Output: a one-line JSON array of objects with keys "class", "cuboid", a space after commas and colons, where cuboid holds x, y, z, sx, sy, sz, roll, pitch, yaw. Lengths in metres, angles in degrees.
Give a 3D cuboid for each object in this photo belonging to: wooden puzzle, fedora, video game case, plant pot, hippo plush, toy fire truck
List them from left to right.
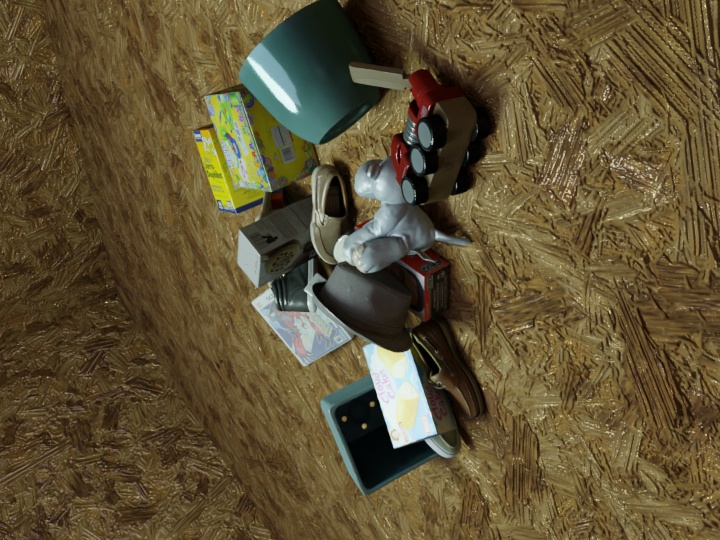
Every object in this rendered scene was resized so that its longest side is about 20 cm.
[{"class": "wooden puzzle", "cuboid": [-0.180, -0.089, 1.697, 0.200, 0.046, 0.186, -84, -11, -56]}, {"class": "video game case", "cuboid": [-0.134, 0.110, 1.769, 0.182, 0.023, 0.200, -33, 99, 40]}, {"class": "plant pot", "cuboid": [-0.065, -0.301, 1.227, 0.161, 0.200, 0.201, 52, 154, 0]}, {"class": "fedora", "cuboid": [0.018, 0.046, 1.314, 0.199, 0.177, 0.091, 31, 108, 18]}, {"class": "plant pot", "cuboid": [0.024, 0.312, 1.610, 0.197, 0.195, 0.200, 68, 163, -9]}, {"class": "hippo plush", "cuboid": [0.039, -0.097, 1.239, 0.200, 0.159, 0.162, 16, 127, 58]}, {"class": "toy fire truck", "cuboid": [0.073, -0.216, 1.132, 0.176, 0.128, 0.201, 103, 145, -53]}]

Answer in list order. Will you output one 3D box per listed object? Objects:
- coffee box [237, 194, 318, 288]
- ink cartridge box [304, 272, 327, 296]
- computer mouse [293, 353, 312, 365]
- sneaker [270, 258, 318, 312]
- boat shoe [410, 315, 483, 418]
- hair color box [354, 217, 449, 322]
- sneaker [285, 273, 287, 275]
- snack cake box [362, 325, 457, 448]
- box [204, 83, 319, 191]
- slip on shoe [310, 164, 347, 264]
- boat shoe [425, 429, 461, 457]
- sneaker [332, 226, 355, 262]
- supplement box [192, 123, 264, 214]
[{"class": "coffee box", "cuboid": [-0.145, -0.065, 1.564, 0.080, 0.199, 0.113, 48, 149, 22]}, {"class": "ink cartridge box", "cuboid": [-0.023, 0.083, 1.565, 0.160, 0.047, 0.200, 38, 179, 12]}, {"class": "computer mouse", "cuboid": [-0.145, 0.131, 1.887, 0.200, 0.046, 0.141, 49, 126, 13]}, {"class": "sneaker", "cuboid": [-0.143, 0.007, 1.652, 0.071, 0.098, 0.201, 77, -171, -51]}, {"class": "boat shoe", "cuboid": [0.150, 0.184, 1.386, 0.201, 0.068, 0.072, 63, 153, 2]}, {"class": "hair color box", "cuboid": [0.072, -0.006, 1.371, 0.200, 0.061, 0.102, 37, 142, 43]}, {"class": "sneaker", "cuboid": [-0.168, 0.039, 1.800, 0.076, 0.075, 0.201, -35, 85, 31]}, {"class": "snack cake box", "cuboid": [0.090, 0.216, 1.438, 0.115, 0.067, 0.201, -29, 72, 39]}, {"class": "box", "cuboid": [-0.202, -0.279, 1.568, 0.192, 0.122, 0.201, 16, 128, 57]}, {"class": "slip on shoe", "cuboid": [-0.053, -0.103, 1.495, 0.061, 0.076, 0.201, 32, 127, 56]}, {"class": "boat shoe", "cuboid": [0.138, 0.262, 1.479, 0.201, 0.072, 0.062, 61, 148, 9]}, {"class": "sneaker", "cuboid": [0.000, 0.001, 1.517, 0.093, 0.070, 0.200, 37, 147, 24]}, {"class": "supplement box", "cuboid": [-0.292, -0.244, 1.781, 0.109, 0.109, 0.201, 14, 124, 58]}]
